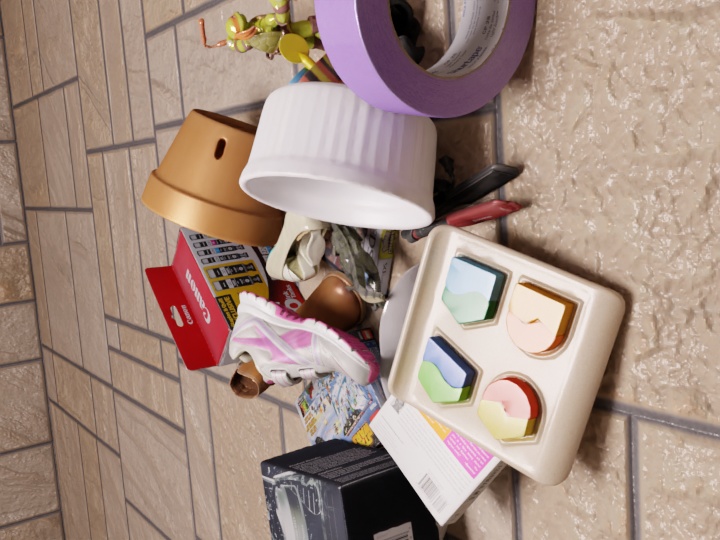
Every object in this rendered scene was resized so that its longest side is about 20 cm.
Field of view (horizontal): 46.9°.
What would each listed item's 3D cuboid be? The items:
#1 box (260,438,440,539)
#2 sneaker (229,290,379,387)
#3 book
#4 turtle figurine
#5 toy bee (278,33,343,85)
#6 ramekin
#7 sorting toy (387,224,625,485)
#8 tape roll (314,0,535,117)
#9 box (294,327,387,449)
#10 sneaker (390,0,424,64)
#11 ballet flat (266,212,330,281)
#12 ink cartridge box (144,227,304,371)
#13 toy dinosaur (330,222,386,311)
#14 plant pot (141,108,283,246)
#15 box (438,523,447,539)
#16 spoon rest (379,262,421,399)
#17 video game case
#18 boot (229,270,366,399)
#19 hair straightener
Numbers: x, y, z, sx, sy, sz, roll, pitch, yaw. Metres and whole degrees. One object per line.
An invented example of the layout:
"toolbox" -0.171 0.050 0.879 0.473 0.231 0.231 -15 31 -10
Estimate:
"box" -0.010 0.314 0.958 0.196 0.123 0.203 -7 92 59
"sneaker" -0.069 0.097 0.955 0.198 0.081 0.089 20 85 30
"book" 0.104 0.138 0.829 0.134 0.048 0.201 51 120 30
"turtle figurine" -0.091 -0.284 0.972 0.199 0.160 0.065 -19 81 57
"toy bee" -0.042 -0.220 0.951 0.109 0.131 0.200 -49 27 -6
"ramekin" -0.016 -0.112 0.837 0.200 0.199 0.099 -3 75 57
"sorting toy" 0.122 0.074 0.766 0.199 0.036 0.187 24 107 34
"tape roll" 0.060 -0.236 0.718 0.065 0.198 0.203 19 113 53
"box" -0.014 0.184 1.077 0.200 0.040 0.138 -54 52 48
"sneaker" 0.018 -0.267 0.896 0.087 0.073 0.201 -40 49 29
"ballet flat" -0.075 -0.024 1.040 0.201 0.069 0.070 113 137 -59
"ink cartridge box" -0.194 0.031 1.194 0.201 0.174 0.084 57 140 31
"toy dinosaur" 0.000 0.000 0.937 0.201 0.047 0.089 -115 2 -49
"plant pot" -0.187 -0.135 1.151 0.200 0.199 0.141 33 107 49
"box" 0.080 0.274 0.956 0.039 0.041 0.202 43 132 43
"spoon rest" 0.053 0.081 0.912 0.060 0.099 0.202 23 126 35
"video game case" -0.018 -0.088 1.033 0.200 0.025 0.183 39 128 46
"boot" -0.081 0.090 1.046 0.074 0.154 0.200 48 145 6
"hair straightener" 0.095 -0.078 0.863 0.200 0.040 0.078 -22 65 62
